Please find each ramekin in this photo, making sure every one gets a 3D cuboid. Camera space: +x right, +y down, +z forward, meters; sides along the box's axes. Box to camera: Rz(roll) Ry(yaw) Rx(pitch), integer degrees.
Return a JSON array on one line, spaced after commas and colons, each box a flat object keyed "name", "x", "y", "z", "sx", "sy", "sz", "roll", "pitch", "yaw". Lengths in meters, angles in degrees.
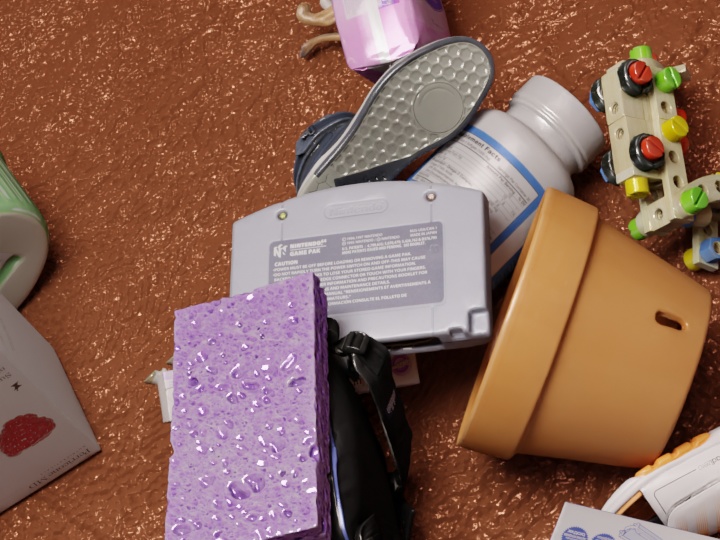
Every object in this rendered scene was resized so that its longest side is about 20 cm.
[{"name": "ramekin", "x": -0.357, "y": -0.015, "z": 1.490, "sx": 0.200, "sy": 0.200, "sz": 0.098, "roll": -42, "pitch": 67, "yaw": -7}]

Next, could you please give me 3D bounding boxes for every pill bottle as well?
[{"name": "pill bottle", "x": 0.099, "y": -0.056, "z": 1.415, "sx": 0.200, "sy": 0.112, "sz": 0.112, "roll": -45, "pitch": 60, "yaw": -10}]

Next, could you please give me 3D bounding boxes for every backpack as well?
[{"name": "backpack", "x": -0.034, "y": 0.171, "z": 1.292, "sx": 0.153, "sy": 0.191, "sz": 0.201, "roll": -12, "pitch": 55, "yaw": 18}]

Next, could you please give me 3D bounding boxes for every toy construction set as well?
[{"name": "toy construction set", "x": 0.242, "y": -0.099, "z": 1.390, "sx": 0.092, "sy": 0.131, "sz": 0.201, "roll": -48, "pitch": 46, "yaw": 42}]

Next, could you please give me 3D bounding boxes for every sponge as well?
[{"name": "sponge", "x": -0.076, "y": 0.101, "z": 1.217, "sx": 0.111, "sy": 0.030, "sz": 0.201, "roll": -14, "pitch": 54, "yaw": 17}]

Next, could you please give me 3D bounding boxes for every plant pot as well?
[{"name": "plant pot", "x": 0.167, "y": 0.057, "z": 1.296, "sx": 0.139, "sy": 0.200, "sz": 0.201, "roll": 20, "pitch": 69, "yaw": 4}]

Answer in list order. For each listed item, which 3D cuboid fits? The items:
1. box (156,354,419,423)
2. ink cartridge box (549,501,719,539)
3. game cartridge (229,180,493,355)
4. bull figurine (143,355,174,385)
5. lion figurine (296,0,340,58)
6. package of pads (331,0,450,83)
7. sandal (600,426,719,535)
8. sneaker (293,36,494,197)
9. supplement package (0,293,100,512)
[{"name": "box", "x": -0.056, "y": 0.083, "z": 1.367, "sx": 0.199, "sy": 0.039, "sz": 0.042, "roll": -7, "pitch": 85, "yaw": -14}, {"name": "ink cartridge box", "x": 0.233, "y": 0.224, "z": 1.232, "sx": 0.199, "sy": 0.094, "sz": 0.044, "roll": 11, "pitch": 53, "yaw": 22}, {"name": "game cartridge", "x": 0.000, "y": 0.000, "z": 1.332, "sx": 0.199, "sy": 0.041, "sz": 0.134, "roll": -6, "pitch": 68, "yaw": 15}, {"name": "bull figurine", "x": -0.093, "y": 0.098, "z": 1.410, "sx": 0.200, "sy": 0.065, "sz": 0.121, "roll": -43, "pitch": 94, "yaw": -16}, {"name": "lion figurine", "x": 0.029, "y": -0.267, "z": 1.582, "sx": 0.122, "sy": 0.072, "sz": 0.201, "roll": 18, "pitch": 84, "yaw": 17}, {"name": "package of pads", "x": 0.016, "y": -0.251, "z": 1.484, "sx": 0.075, "sy": 0.120, "sz": 0.201, "roll": -16, "pitch": 79, "yaw": 15}, {"name": "sandal", "x": 0.260, "y": 0.149, "z": 1.275, "sx": 0.206, "sy": 0.079, "sz": 0.059, "roll": -33, "pitch": 63, "yaw": -1}, {"name": "sneaker", "x": 0.020, "y": -0.120, "z": 1.442, "sx": 0.202, "sy": 0.146, "sz": 0.077, "roll": -44, "pitch": 102, "yaw": 9}, {"name": "supplement package", "x": -0.312, "y": 0.092, "z": 1.412, "sx": 0.121, "sy": 0.200, "sz": 0.120, "roll": -32, "pitch": 58, "yaw": -1}]
